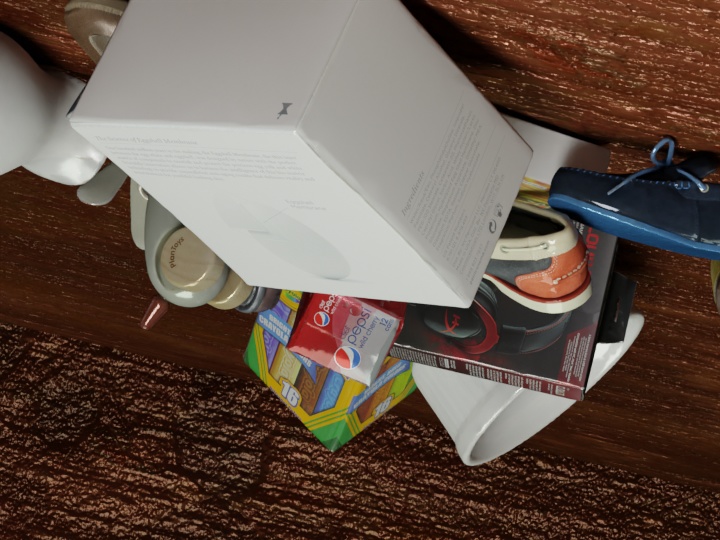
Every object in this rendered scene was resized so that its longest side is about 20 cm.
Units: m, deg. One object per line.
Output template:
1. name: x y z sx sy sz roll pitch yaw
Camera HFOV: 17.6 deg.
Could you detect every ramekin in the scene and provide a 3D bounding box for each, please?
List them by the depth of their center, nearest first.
1. ramekin: 0.139 0.068 2.006 0.098 0.200 0.200 50 -179 17

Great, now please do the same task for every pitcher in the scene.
1. pitcher: -0.304 -0.133 1.753 0.171 0.122 0.200 26 -172 26

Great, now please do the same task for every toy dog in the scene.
1. toy dog: -0.168 -0.032 1.852 0.132 0.096 0.200 45 -172 -44

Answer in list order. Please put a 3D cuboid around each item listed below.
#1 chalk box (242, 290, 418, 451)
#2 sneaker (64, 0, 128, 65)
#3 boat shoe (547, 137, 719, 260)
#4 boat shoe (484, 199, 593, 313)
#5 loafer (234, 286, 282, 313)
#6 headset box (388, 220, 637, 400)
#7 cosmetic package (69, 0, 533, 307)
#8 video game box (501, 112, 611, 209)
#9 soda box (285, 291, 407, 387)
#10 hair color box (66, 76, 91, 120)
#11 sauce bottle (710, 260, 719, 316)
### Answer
1. chalk box: -0.002 0.032 1.993 0.124 0.125 0.200 45 145 17
2. sneaker: -0.125 -0.113 1.593 0.199 0.076 0.070 32 159 -22
3. boat shoe: 0.227 -0.047 1.597 0.198 0.069 0.084 14 175 -8
4. boat shoe: 0.080 -0.031 1.631 0.199 0.071 0.063 24 145 42
5. loafer: -0.101 -0.035 1.957 0.063 0.072 0.200 8 -149 -33
6. headset box: 0.116 0.011 1.838 0.198 0.150 0.075 14 171 6
7. cosmetic package: -0.035 -0.085 1.459 0.198 0.124 0.200 6 154 41
8. video game box: 0.052 -0.087 1.679 0.199 0.047 0.182 17 173 -17
9. soda box: 0.000 0.000 1.707 0.070 0.064 0.200 25 -153 -6
10. hair color box: -0.110 -0.085 1.699 0.199 0.061 0.099 35 166 -12
11. sauce bottle: 0.286 0.015 1.677 0.064 0.065 0.200 13 -165 3
